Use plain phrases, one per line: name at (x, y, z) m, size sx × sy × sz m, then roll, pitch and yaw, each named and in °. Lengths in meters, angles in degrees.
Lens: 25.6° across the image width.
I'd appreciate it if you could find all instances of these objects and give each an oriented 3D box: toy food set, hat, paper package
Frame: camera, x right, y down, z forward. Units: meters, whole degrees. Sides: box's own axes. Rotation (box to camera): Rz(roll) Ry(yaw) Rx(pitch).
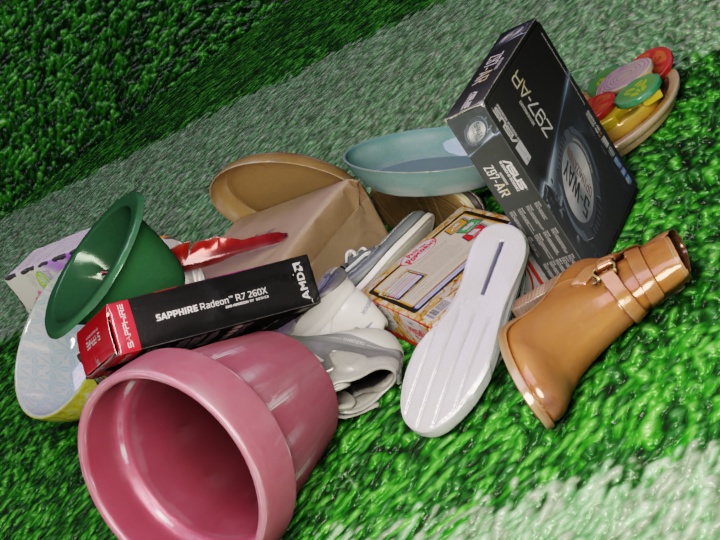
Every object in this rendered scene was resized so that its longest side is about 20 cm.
toy food set at (0.252, -0.166, 1.681) m, size 0.197 × 0.049 × 0.200 m, roll -31°, pitch 19°, yaw 13°
hat at (-0.203, 0.028, 1.650) m, size 0.200 × 0.175 × 0.167 m, roll -44°, pitch 28°, yaw 25°
paper package at (-0.092, 0.008, 1.784) m, size 0.199 × 0.104 × 0.191 m, roll -16°, pitch 26°, yaw 43°

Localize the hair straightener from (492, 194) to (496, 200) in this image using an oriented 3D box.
hair straightener at (0.167, -0.091, 1.567) m, size 0.077 × 0.041 × 0.200 m, roll -43°, pitch -3°, yaw 5°

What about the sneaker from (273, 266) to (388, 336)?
sneaker at (-0.051, 0.085, 1.577) m, size 0.200 × 0.087 × 0.075 m, roll -45°, pitch 11°, yaw 40°

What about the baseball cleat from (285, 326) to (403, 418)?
baseball cleat at (-0.058, 0.100, 1.487) m, size 0.197 × 0.070 × 0.107 m, roll -14°, pitch 24°, yaw 9°

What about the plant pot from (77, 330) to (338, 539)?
plant pot at (-0.117, 0.145, 1.389) m, size 0.199 × 0.202 × 0.179 m, roll -20°, pitch 8°, yaw 38°

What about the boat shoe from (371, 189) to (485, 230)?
boat shoe at (0.081, -0.082, 1.738) m, size 0.065 × 0.074 × 0.199 m, roll -36°, pitch 23°, yaw -21°

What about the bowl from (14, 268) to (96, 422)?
bowl at (-0.322, 0.098, 1.922) m, size 0.199 × 0.107 × 0.202 m, roll -27°, pitch 52°, yaw 40°

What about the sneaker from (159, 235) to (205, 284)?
sneaker at (-0.219, 0.065, 1.710) m, size 0.075 × 0.203 × 0.091 m, roll -1°, pitch 3°, yaw 42°

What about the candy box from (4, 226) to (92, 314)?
candy box at (-0.342, 0.038, 2.045) m, size 0.199 × 0.169 × 0.072 m, roll -17°, pitch 23°, yaw 44°

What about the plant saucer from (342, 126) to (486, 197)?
plant saucer at (0.080, -0.114, 1.678) m, size 0.197 × 0.036 × 0.200 m, roll -5°, pitch 18°, yaw 2°

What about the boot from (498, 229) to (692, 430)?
boot at (0.193, 0.037, 1.261) m, size 0.154 × 0.074 × 0.201 m, roll -27°, pitch 22°, yaw 19°

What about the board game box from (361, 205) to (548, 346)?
board game box at (0.095, 0.008, 1.541) m, size 0.151 × 0.047 × 0.200 m, roll -40°, pitch 19°, yaw -10°

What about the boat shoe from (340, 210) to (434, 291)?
boat shoe at (0.000, 0.000, 1.661) m, size 0.200 × 0.062 × 0.073 m, roll -47°, pitch -23°, yaw -18°

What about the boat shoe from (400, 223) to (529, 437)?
boat shoe at (0.102, 0.060, 1.371) m, size 0.071 × 0.071 × 0.201 m, roll 21°, pitch 74°, yaw 27°

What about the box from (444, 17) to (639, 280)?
box at (0.169, -0.105, 1.439) m, size 0.043 × 0.201 × 0.161 m, roll -20°, pitch 23°, yaw 37°

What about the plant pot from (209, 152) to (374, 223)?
plant pot at (-0.078, -0.087, 1.850) m, size 0.199 × 0.199 × 0.028 m, roll -17°, pitch 55°, yaw 44°

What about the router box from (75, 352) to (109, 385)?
router box at (-0.198, 0.136, 1.582) m, size 0.062 × 0.151 × 0.200 m, roll -39°, pitch 19°, yaw -16°

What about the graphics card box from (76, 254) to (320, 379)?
graphics card box at (-0.147, 0.043, 1.427) m, size 0.198 × 0.051 × 0.125 m, roll -13°, pitch -9°, yaw -24°
